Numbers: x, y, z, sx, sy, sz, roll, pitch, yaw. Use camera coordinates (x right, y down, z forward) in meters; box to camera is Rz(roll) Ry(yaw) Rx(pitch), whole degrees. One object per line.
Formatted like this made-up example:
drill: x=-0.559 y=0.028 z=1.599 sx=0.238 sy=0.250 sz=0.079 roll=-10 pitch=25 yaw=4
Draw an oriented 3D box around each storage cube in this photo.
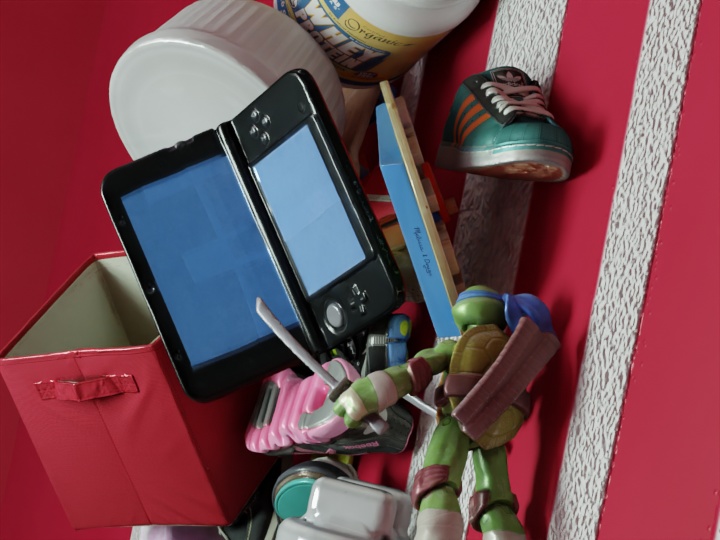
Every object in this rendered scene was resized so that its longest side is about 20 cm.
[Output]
storage cube: x=-0.170 y=0.096 z=1.695 sx=0.200 sy=0.170 sz=0.181 roll=-53 pitch=-51 yaw=-51

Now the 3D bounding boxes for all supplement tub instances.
supplement tub: x=0.021 y=-0.245 z=1.628 sx=0.200 sy=0.143 sz=0.146 roll=144 pitch=136 yaw=-66

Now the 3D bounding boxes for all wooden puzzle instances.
wooden puzzle: x=-0.033 y=-0.109 z=1.782 sx=0.185 sy=0.046 sz=0.201 roll=-37 pitch=30 yaw=41

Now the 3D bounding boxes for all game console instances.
game console: x=-0.084 y=-0.026 z=1.526 sx=0.172 sy=0.118 sz=0.201 roll=-33 pitch=79 yaw=51

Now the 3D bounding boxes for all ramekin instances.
ramekin: x=-0.103 y=-0.136 z=1.659 sx=0.094 sy=0.202 sz=0.203 roll=-55 pitch=1 yaw=-38

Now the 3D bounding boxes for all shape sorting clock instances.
shape sorting clock: x=0.051 y=-0.041 z=1.431 sx=0.200 sy=0.039 sz=0.202 roll=-17 pitch=-90 yaw=-84

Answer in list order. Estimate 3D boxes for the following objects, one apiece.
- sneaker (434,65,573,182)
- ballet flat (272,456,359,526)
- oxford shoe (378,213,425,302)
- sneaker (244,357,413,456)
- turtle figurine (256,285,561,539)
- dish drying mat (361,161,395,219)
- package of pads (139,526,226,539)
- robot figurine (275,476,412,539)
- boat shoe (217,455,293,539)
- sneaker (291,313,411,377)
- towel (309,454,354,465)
sneaker: x=0.100 y=-0.106 z=1.405 sx=0.200 sy=0.071 sz=0.081 roll=-164 pitch=82 yaw=-74
ballet flat: x=-0.033 y=0.191 z=1.588 sx=0.201 sy=0.072 sz=0.074 roll=95 pitch=175 yaw=-54
oxford shoe: x=0.000 y=0.000 z=1.603 sx=0.073 sy=0.071 sz=0.200 roll=68 pitch=161 yaw=-7
sneaker: x=-0.024 y=0.121 z=1.589 sx=0.200 sy=0.095 sz=0.080 roll=-6 pitch=64 yaw=64
turtle figurine: x=0.044 y=0.116 z=1.319 sx=0.144 sy=0.198 sz=0.195 roll=63 pitch=-158 yaw=-60
dish drying mat: x=-0.013 y=-0.010 z=1.697 sx=0.200 sy=0.018 sz=0.077 roll=-51 pitch=51 yaw=31
package of pads: x=-0.136 y=0.224 z=1.800 sx=0.076 sy=0.120 sz=0.201 roll=-54 pitch=20 yaw=32
robot figurine: x=-0.018 y=0.254 z=1.454 sx=0.169 sy=0.112 sz=0.202 roll=14 pitch=-92 yaw=-67
boat shoe: x=-0.094 y=0.217 z=1.683 sx=0.200 sy=0.067 sz=0.072 roll=-86 pitch=2 yaw=-69
sneaker: x=-0.013 y=0.071 z=1.620 sx=0.199 sy=0.082 sz=0.071 roll=161 pitch=120 yaw=-69
towel: x=-0.043 y=0.235 z=1.717 sx=0.086 sy=0.018 sz=0.202 roll=-134 pitch=58 yaw=-66
